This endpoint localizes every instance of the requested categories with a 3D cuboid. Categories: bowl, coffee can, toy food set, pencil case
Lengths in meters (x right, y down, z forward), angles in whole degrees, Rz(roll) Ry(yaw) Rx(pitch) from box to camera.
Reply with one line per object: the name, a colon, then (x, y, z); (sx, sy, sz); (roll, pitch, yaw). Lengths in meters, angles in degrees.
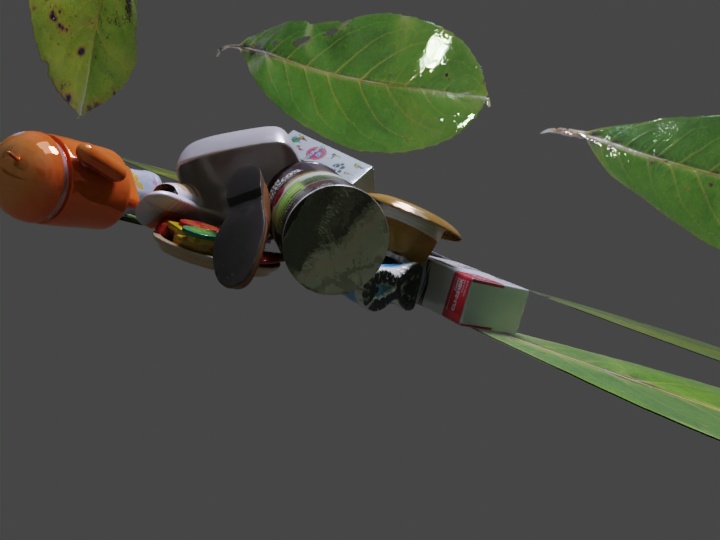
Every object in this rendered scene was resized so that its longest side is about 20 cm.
bowl: (-0.187, -0.157, 0.935); (0.196, 0.076, 0.201); (-11, -33, 3)
coffee can: (-0.057, -0.069, 0.809); (0.144, 0.149, 0.200); (13, 14, -22)
toy food set: (-0.206, -0.037, 0.836); (0.198, 0.049, 0.197); (11, 9, -42)
pencil case: (-0.412, -0.132, 0.929); (0.089, 0.084, 0.200); (-18, -1, 13)

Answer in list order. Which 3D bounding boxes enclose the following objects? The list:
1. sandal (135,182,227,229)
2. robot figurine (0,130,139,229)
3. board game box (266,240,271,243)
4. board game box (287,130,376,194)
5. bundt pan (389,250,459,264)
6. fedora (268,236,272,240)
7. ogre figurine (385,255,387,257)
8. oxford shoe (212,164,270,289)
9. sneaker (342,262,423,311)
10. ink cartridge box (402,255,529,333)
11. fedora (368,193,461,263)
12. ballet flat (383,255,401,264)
sandal: (-0.280, -0.101, 0.886); (0.078, 0.060, 0.206); (-26, -14, 15)
robot figurine: (-0.387, -0.116, 0.737); (0.142, 0.119, 0.199); (19, 8, 24)
board game box: (-0.265, -0.129, 1.137); (0.197, 0.121, 0.033); (14, 36, -13)
board game box: (-0.064, -0.159, 1.063); (0.198, 0.064, 0.149); (30, -32, 29)
bundt pan: (0.148, -0.004, 1.224); (0.199, 0.077, 0.202); (26, 4, -2)
fedora: (-0.206, -0.109, 1.075); (0.197, 0.202, 0.083); (15, 43, -10)
ogre figurine: (-0.032, -0.058, 1.252); (0.196, 0.100, 0.120); (2, 24, 5)
oxford shoe: (-0.144, -0.049, 0.743); (0.070, 0.202, 0.072); (-10, -41, 13)
sneaker: (0.031, 0.015, 0.880); (0.089, 0.080, 0.199); (17, 6, 32)
ink cartridge box: (0.178, 0.036, 1.017); (0.142, 0.085, 0.199); (11, 8, -32)
fedora: (0.076, -0.062, 0.957); (0.198, 0.083, 0.201); (24, 0, 0)
ballet flat: (0.000, 0.000, 0.976); (0.198, 0.069, 0.062); (11, -2, -41)
